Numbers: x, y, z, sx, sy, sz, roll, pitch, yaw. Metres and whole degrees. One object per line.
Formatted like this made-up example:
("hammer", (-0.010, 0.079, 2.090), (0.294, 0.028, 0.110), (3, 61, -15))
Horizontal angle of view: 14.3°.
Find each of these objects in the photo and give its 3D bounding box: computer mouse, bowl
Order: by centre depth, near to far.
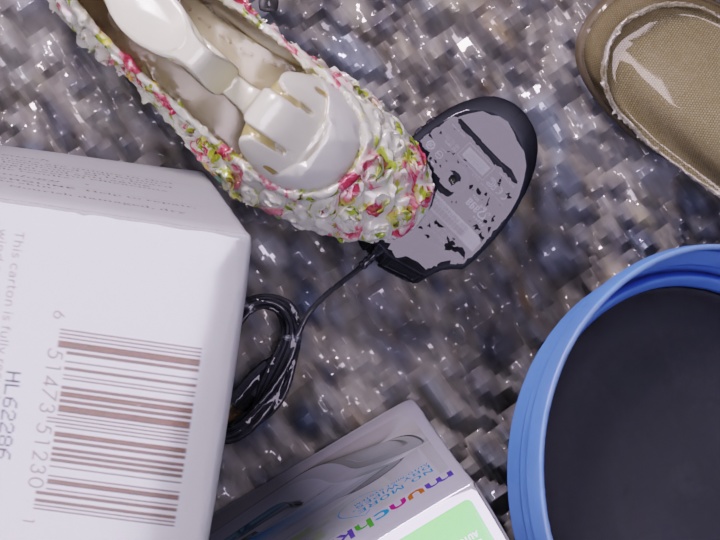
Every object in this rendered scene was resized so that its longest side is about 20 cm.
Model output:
("bowl", (0.150, 0.090, 1.242), (0.200, 0.039, 0.202), (3, 84, -30))
("computer mouse", (0.000, 0.000, 1.257), (0.200, 0.034, 0.059), (-42, 92, 7))

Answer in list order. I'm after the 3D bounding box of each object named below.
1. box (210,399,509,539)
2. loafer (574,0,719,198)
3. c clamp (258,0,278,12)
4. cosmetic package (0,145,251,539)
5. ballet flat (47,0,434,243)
("box", (-0.028, 0.159, 1.199), (0.200, 0.176, 0.097), (-30, 100, -1))
("loafer", (0.184, -0.058, 1.249), (0.200, 0.067, 0.076), (32, 93, -10))
("c clamp", (0.057, -0.196, 1.229), (0.199, 0.027, 0.172), (1, 97, 2))
("cosmetic package", (-0.144, 0.041, 1.155), (0.166, 0.200, 0.168), (7, 96, -9))
("ballet flat", (-0.056, -0.078, 1.204), (0.200, 0.064, 0.076), (35, 91, 0))
